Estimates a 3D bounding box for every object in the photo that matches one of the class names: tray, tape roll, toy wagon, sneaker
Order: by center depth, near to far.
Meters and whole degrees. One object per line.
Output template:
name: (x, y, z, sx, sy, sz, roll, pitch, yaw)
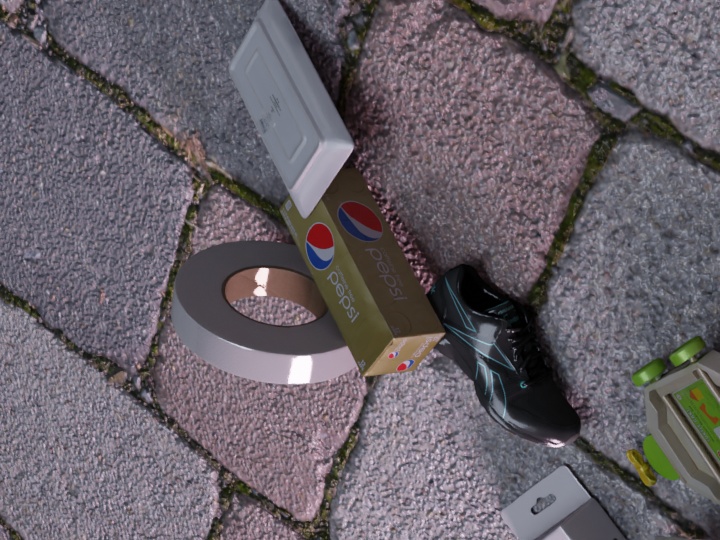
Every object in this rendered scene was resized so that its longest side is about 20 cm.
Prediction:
toy wagon: (0.300, 0.144, 1.576, 0.156, 0.039, 0.200, 57, 153, 4)
sneaker: (0.134, 0.080, 1.676, 0.200, 0.075, 0.079, 45, 129, 13)
tray: (-0.075, -0.158, 1.720, 0.108, 0.022, 0.201, -55, 51, 40)
tape roll: (-0.083, 0.038, 1.746, 0.202, 0.202, 0.037, 29, 125, 26)

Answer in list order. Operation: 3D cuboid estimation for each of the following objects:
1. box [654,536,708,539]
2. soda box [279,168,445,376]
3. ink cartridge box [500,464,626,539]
box: (0.344, 0.352, 1.553, 0.197, 0.131, 0.201, 3, 113, 16)
soda box: (0.000, 0.000, 1.708, 0.064, 0.067, 0.201, -52, 54, 40)
ink cartridge box: (0.208, 0.301, 1.721, 0.200, 0.067, 0.116, 52, 132, 7)
